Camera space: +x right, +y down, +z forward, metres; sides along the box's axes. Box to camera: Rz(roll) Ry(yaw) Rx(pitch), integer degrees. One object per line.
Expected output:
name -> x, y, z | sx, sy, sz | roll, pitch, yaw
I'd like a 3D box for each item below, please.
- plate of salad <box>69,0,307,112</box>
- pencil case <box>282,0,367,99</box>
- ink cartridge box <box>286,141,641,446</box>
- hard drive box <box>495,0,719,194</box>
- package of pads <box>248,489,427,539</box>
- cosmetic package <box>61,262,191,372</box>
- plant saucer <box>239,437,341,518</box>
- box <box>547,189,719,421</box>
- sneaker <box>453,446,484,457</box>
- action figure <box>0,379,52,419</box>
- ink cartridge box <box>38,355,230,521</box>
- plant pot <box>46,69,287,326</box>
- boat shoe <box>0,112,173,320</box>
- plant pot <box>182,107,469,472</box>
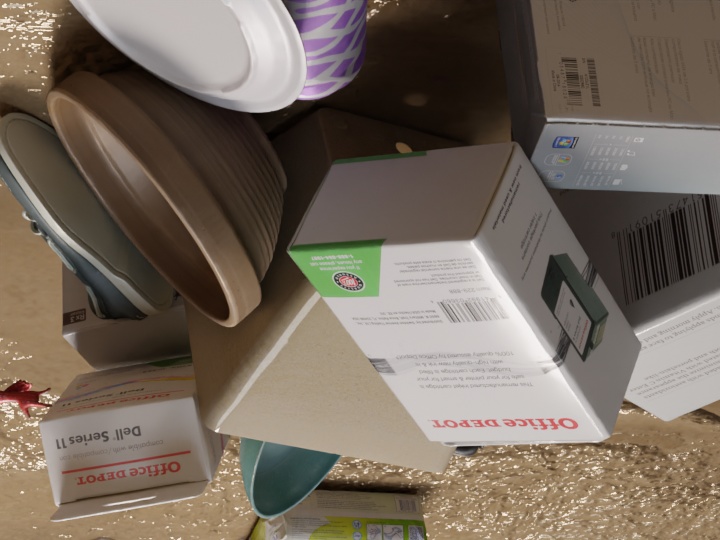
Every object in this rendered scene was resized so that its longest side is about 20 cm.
plate of salad -> -0.112, -0.173, 1.264 | 0.200, 0.048, 0.200 | 28, 154, 15
pencil case -> -0.039, -0.189, 1.269 | 0.085, 0.084, 0.200 | 28, 151, 17
ink cartridge box -> 0.070, 0.020, 1.332 | 0.146, 0.084, 0.200 | -3, 137, 35
hard drive box -> 0.196, -0.132, 1.318 | 0.200, 0.156, 0.077 | 2, 148, -9
package of pads -> -0.036, 0.283, 2.069 | 0.154, 0.068, 0.200 | 4, 147, -17
cosmetic package -> -0.149, 0.052, 1.657 | 0.113, 0.081, 0.200 | -11, 147, 11
plant saucer -> -0.042, 0.108, 1.705 | 0.036, 0.200, 0.200 | 30, 156, 20
box -> 0.246, -0.032, 1.448 | 0.199, 0.200, 0.131 | -27, 140, 33
sneaker -> 0.065, 0.126, 1.776 | 0.076, 0.114, 0.199 | -2, 151, 0
action figure -> -0.275, 0.059, 1.534 | 0.099, 0.200, 0.065 | -1, 150, -6
ink cartridge box -> -0.163, 0.118, 1.514 | 0.117, 0.067, 0.200 | -10, -171, 3
plant pot -> -0.115, -0.067, 1.405 | 0.093, 0.201, 0.201 | -39, 151, -14
boat shoe -> -0.213, -0.031, 1.494 | 0.062, 0.073, 0.200 | -17, 133, 27
plant pot -> 0.000, 0.000, 1.498 | 0.200, 0.200, 0.177 | 13, 131, -26
